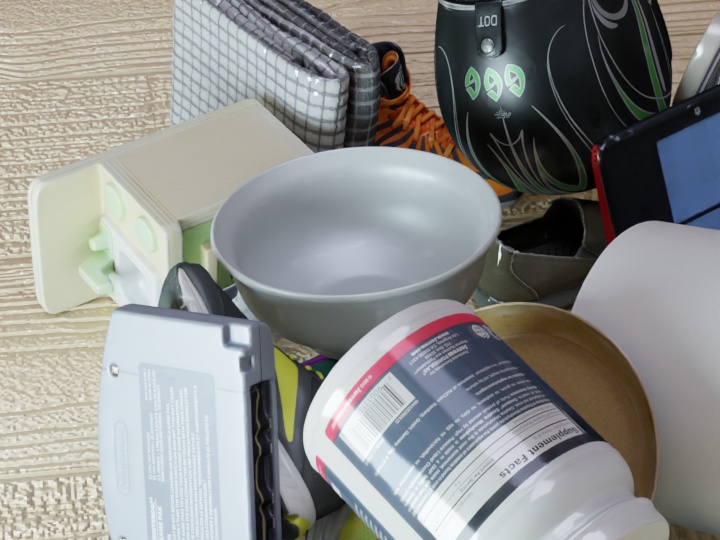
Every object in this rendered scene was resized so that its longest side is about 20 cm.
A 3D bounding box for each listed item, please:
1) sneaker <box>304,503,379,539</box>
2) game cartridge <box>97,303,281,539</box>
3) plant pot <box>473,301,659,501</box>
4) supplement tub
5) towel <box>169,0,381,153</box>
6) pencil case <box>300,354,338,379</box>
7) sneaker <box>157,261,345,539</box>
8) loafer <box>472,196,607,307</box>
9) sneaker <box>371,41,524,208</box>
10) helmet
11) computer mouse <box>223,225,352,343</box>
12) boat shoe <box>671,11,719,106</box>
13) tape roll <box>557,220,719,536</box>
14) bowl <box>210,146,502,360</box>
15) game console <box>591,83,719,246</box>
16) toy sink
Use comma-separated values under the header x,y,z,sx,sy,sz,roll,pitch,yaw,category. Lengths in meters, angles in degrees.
x,y,z,sx,sy,sz,roll,pitch,yaw,category
0.056,0.147,1.463,0.090,0.078,0.200,29,58,30,sneaker
-0.112,0.123,1.377,0.133,0.201,0.040,7,14,33,game cartridge
0.101,0.121,1.372,0.200,0.201,0.027,28,3,29,plant pot
0.074,0.127,1.289,0.140,0.141,0.200,-28,59,-31,supplement tub
-0.067,-0.140,1.735,0.085,0.166,0.200,-26,48,-33,towel
-0.050,0.100,1.500,0.199,0.093,0.085,-16,4,-22,pencil case
-0.067,0.080,1.420,0.084,0.074,0.200,-22,78,-30,sneaker
0.180,-0.021,1.670,0.199,0.070,0.075,-20,44,-24,loafer
0.045,-0.119,1.752,0.199,0.112,0.078,15,41,15,sneaker
0.152,-0.152,1.672,0.199,0.191,0.200,-15,23,6,helmet
-0.079,0.043,1.576,0.200,0.110,0.044,-26,49,-16,computer mouse
0.296,-0.117,1.698,0.093,0.200,0.075,25,57,12,boat shoe
0.241,0.075,1.429,0.139,0.203,0.203,10,37,37,tape roll
0.000,0.000,1.485,0.200,0.091,0.201,-4,33,2,bowl
0.267,-0.047,1.627,0.200,0.177,0.031,-25,24,-29,game console
-0.136,-0.023,1.618,0.200,0.131,0.112,-22,45,-27,toy sink
